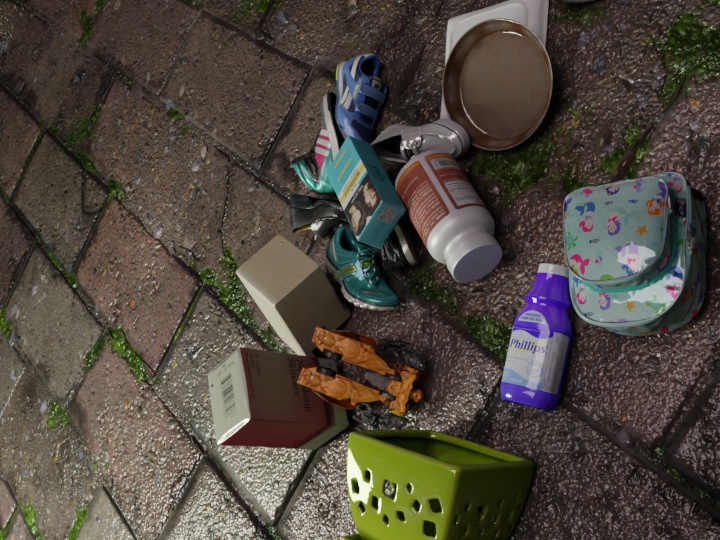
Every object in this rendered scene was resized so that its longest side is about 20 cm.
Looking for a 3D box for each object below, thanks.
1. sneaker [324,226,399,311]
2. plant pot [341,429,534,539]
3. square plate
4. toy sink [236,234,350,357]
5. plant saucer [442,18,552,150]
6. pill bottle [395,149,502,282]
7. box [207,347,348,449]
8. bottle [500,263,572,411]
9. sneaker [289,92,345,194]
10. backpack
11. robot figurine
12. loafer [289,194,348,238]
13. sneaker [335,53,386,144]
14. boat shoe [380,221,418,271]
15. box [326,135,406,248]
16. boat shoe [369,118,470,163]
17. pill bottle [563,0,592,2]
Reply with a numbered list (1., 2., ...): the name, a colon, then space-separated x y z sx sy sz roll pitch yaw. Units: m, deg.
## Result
1. sneaker: 0.000 0.000 1.446 0.200 0.077 0.080 47 129 40
2. plant pot: 0.099 0.331 1.185 0.198 0.199 0.183 9 88 43
3. square plate: 0.214 -0.356 1.416 0.199 0.028 0.200 -6 72 41
4. toy sink: -0.105 0.056 1.496 0.112 0.201 0.130 -41 45 -13
5. plant saucer: 0.219 -0.291 1.348 0.199 0.034 0.202 11 107 38
6. pill bottle: 0.139 -0.083 1.336 0.112 0.112 0.201 -43 52 23
7. box: -0.136 0.215 1.417 0.109 0.199 0.129 -40 52 38
8. bottle: 0.255 0.092 1.205 0.083 0.065 0.202 8 82 44
9. sneaker: -0.077 -0.226 1.604 0.120 0.083 0.202 -20 65 26
10. backpack: 0.352 -0.020 1.107 0.176 0.150 0.202 -7 76 39
11. robot figurine: 0.008 0.166 1.363 0.198 0.058 0.146 20 88 10
12. loafer: -0.060 -0.093 1.556 0.199 0.072 0.073 12 93 53
13. sneaker: 0.003 -0.310 1.562 0.082 0.074 0.202 -19 65 34
14. boat shoe: 0.034 -0.084 1.455 0.066 0.074 0.201 -27 67 12
15. box: 0.006 -0.132 1.412 0.083 0.049 0.201 -56 35 26
16. boat shoe: 0.095 -0.205 1.434 0.065 0.074 0.199 -38 25 -31
17. pill bottle: 0.336 -0.522 1.300 0.116 0.116 0.202 -12 68 39
